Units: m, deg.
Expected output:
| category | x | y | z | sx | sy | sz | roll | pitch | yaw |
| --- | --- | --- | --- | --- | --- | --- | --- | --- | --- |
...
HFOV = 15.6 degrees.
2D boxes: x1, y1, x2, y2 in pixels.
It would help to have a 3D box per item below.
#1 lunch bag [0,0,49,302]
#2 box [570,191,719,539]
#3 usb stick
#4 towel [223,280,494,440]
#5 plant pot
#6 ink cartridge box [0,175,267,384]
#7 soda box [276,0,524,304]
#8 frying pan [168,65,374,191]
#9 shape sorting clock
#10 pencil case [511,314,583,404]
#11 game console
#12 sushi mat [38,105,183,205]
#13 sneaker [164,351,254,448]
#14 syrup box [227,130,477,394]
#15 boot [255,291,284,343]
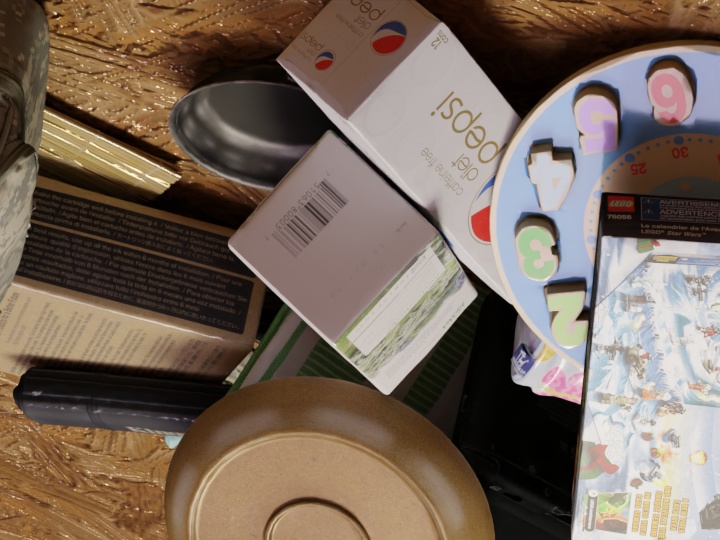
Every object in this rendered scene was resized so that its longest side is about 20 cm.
| category | x | y | z | sx | sy | sz | roll | pitch | yaw |
| --- | --- | --- | --- | --- | --- | --- | --- | --- | --- |
| lunch bag | -0.243 | -0.042 | 1.400 | 0.139 | 0.168 | 0.200 | 12 | 150 | -5 |
| box | 0.179 | 0.055 | 1.308 | 0.136 | 0.040 | 0.201 | 4 | 128 | 2 |
| usb stick | -0.116 | 0.085 | 1.620 | 0.199 | 0.033 | 0.055 | 4 | 158 | 18 |
| towel | 0.026 | 0.069 | 1.575 | 0.200 | 0.153 | 0.023 | 30 | -177 | -32 |
| plant pot | -0.022 | 0.155 | 1.524 | 0.199 | 0.028 | 0.201 | 7 | 118 | 13 |
| ink cartridge box | -0.155 | 0.019 | 1.616 | 0.164 | 0.075 | 0.200 | 16 | 162 | -10 |
| soda box | 0.042 | -0.065 | 1.319 | 0.064 | 0.068 | 0.200 | 43 | 178 | 39 |
| frying pan | -0.049 | -0.094 | 1.373 | 0.114 | 0.031 | 0.190 | 4 | 152 | 9 |
| shape sorting clock | 0.163 | -0.021 | 1.302 | 0.199 | 0.039 | 0.201 | 3 | 124 | 5 |
| pencil case | 0.185 | 0.049 | 1.509 | 0.199 | 0.083 | 0.091 | 19 | 139 | -11 |
| game console | 0.101 | 0.133 | 1.608 | 0.200 | 0.177 | 0.116 | 29 | 153 | -34 |
| sushi mat | -0.204 | -0.083 | 1.511 | 0.199 | 0.012 | 0.096 | 25 | 153 | -27 |
| sneaker | -0.074 | 0.123 | 1.817 | 0.077 | 0.087 | 0.200 | -4 | 151 | 37 |
| syrup box | 0.000 | 0.000 | 1.390 | 0.081 | 0.079 | 0.200 | 43 | 179 | 12 |
| boot | 0.000 | 0.109 | 1.654 | 0.199 | 0.151 | 0.073 | 24 | 163 | -22 |
